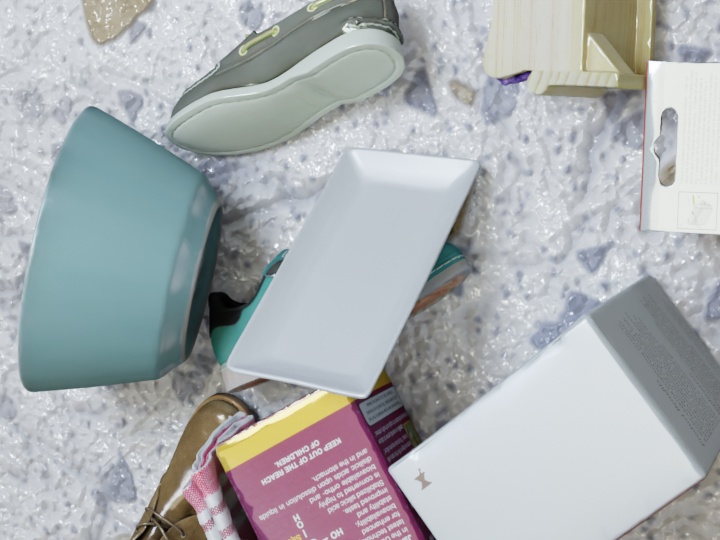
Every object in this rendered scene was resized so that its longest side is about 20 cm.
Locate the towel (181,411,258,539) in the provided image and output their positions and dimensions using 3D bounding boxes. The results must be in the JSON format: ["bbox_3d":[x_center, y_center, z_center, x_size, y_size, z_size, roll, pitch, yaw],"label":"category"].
[{"bbox_3d":[-0.052,0.202,0.924,0.030,0.146,0.202,-27,96,8],"label":"towel"}]

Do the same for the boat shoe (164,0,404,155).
[{"bbox_3d":[-0.055,-0.137,0.945,0.200,0.072,0.061,-19,60,33],"label":"boat shoe"}]

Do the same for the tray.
[{"bbox_3d":[0.000,0.000,0.893,0.106,0.201,0.022,9,143,27],"label":"tray"}]

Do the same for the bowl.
[{"bbox_3d":[-0.158,-0.003,0.949,0.104,0.201,0.204,13,102,0],"label":"bowl"}]

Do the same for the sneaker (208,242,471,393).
[{"bbox_3d":[-0.023,0.014,0.945,0.198,0.071,0.081,-25,82,17],"label":"sneaker"}]

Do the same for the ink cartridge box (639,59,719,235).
[{"bbox_3d":[0.272,-0.072,0.820,0.197,0.050,0.111,4,98,17],"label":"ink cartridge box"}]

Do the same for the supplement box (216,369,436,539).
[{"bbox_3d":[0.005,0.176,0.913,0.102,0.131,0.202,-29,84,10],"label":"supplement box"}]

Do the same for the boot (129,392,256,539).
[{"bbox_3d":[-0.133,0.187,1.008,0.073,0.075,0.202,27,103,21],"label":"boot"}]

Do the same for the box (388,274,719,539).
[{"bbox_3d":[0.132,0.099,0.822,0.152,0.200,0.107,-40,81,21],"label":"box"}]

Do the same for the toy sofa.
[{"bbox_3d":[0.140,-0.210,0.846,0.097,0.082,0.203,6,99,37],"label":"toy sofa"}]
